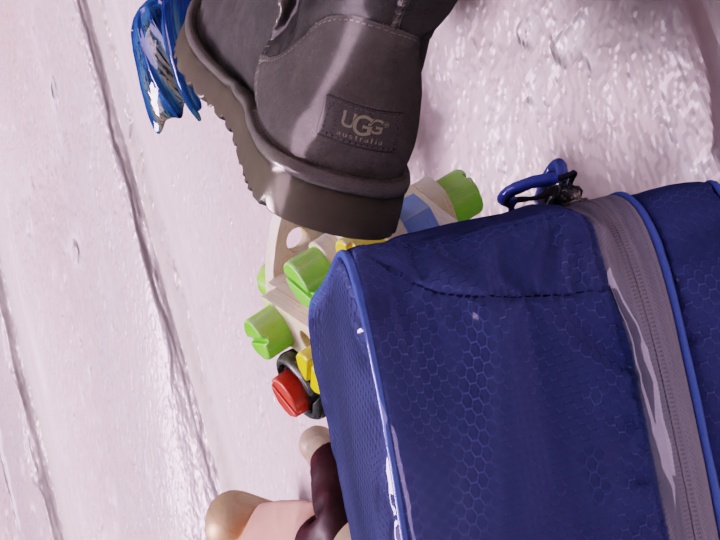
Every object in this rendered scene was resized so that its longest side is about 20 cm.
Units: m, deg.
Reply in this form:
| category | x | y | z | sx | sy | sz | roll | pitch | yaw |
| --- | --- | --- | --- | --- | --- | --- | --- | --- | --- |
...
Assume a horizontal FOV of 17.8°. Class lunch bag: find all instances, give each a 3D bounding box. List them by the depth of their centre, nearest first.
| category | x | y | z | sx | sy | sz | roll | pitch | yaw |
| --- | --- | --- | --- | --- | --- | --- | --- | --- | --- |
| lunch bag | 0.065 | 0.066 | 0.661 | 0.136 | 0.131 | 0.201 | 127 | 134 | -79 |

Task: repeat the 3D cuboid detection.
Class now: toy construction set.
| category | x | y | z | sx | sy | sz | roll | pitch | yaw |
| --- | --- | --- | --- | --- | --- | --- | --- | --- | --- |
| toy construction set | 0.000 | 0.000 | 0.838 | 0.200 | 0.092 | 0.132 | -124 | 11 | -61 |

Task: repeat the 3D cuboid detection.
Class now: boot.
| category | x | y | z | sx | sy | sz | roll | pitch | yaw |
| --- | --- | --- | --- | --- | --- | --- | --- | --- | --- |
| boot | 0.011 | -0.129 | 0.689 | 0.182 | 0.072 | 0.201 | -125 | 47 | -59 |

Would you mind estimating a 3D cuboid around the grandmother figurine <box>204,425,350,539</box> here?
| category | x | y | z | sx | sy | sz | roll | pitch | yaw |
| --- | --- | --- | --- | --- | --- | --- | --- | --- | --- |
| grandmother figurine | -0.013 | 0.125 | 0.940 | 0.200 | 0.060 | 0.122 | -27 | 79 | 68 |

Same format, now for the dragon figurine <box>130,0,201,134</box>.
| category | x | y | z | sx | sy | sz | roll | pitch | yaw |
| --- | --- | --- | --- | --- | --- | --- | --- | --- | --- |
| dragon figurine | -0.060 | -0.089 | 0.945 | 0.059 | 0.099 | 0.201 | 171 | 94 | -67 |
